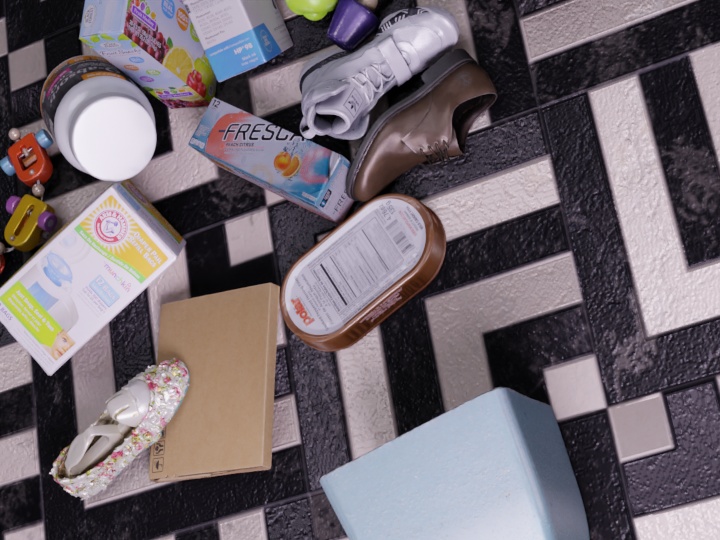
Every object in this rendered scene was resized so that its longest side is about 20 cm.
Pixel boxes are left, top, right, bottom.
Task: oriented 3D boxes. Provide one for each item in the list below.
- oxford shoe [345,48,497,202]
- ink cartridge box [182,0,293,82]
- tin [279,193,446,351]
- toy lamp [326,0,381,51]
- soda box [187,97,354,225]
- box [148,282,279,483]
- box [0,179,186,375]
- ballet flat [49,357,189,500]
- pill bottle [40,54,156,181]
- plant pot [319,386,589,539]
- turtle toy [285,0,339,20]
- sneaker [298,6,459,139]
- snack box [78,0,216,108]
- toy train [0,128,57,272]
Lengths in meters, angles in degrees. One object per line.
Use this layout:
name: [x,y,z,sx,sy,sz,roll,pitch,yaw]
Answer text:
oxford shoe: [0.065,-0.141,1.662,0.200,0.073,0.085,-46,63,6]
ink cartridge box: [-0.156,-0.325,1.753,0.066,0.116,0.202,-19,102,19]
tin: [0.000,0.000,1.665,0.199,0.042,0.112,-39,56,9]
toy lamp: [0.031,-0.337,1.755,0.058,0.058,0.201,32,88,31]
soda box: [-0.094,-0.123,1.732,0.199,0.068,0.064,26,85,31]
box: [-0.159,0.123,1.691,0.162,0.021,0.203,-11,67,33]
box: [-0.305,0.002,1.748,0.200,0.101,0.113,-41,99,7]
ballet flat: [-0.265,0.173,1.699,0.200,0.064,0.076,-50,52,13]
pill bottle: [-0.297,-0.172,1.775,0.117,0.116,0.200,-51,26,2]
plant pot: [0.110,0.249,1.443,0.194,0.196,0.202,-27,71,14]
turtle toy: [-0.066,-0.386,1.789,0.144,0.101,0.202,-7,65,-9]
sneaker: [0.017,-0.206,1.684,0.198,0.075,0.116,-22,34,23]
snack box: [-0.232,-0.303,1.787,0.067,0.200,0.171,-2,71,24]
toy train: [-0.431,-0.070,1.890,0.199,0.056,0.151,-39,59,5]
